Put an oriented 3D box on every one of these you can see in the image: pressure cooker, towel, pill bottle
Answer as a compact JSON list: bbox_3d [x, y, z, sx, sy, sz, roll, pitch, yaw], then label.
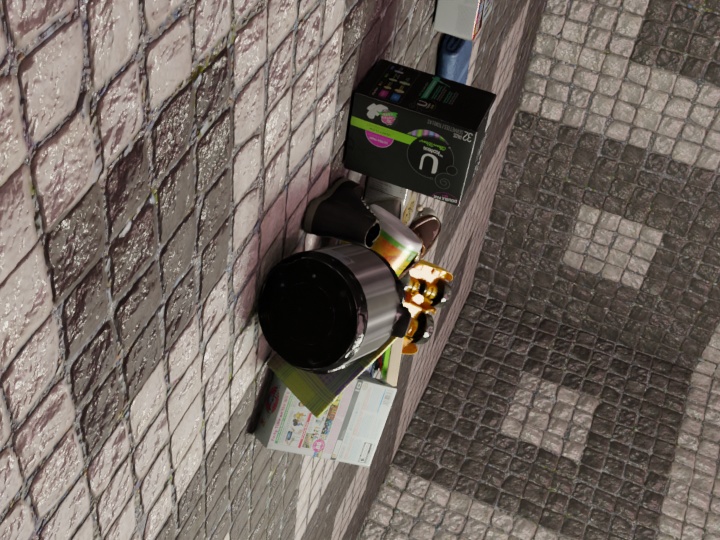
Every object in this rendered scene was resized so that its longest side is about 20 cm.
[{"bbox_3d":[-0.031,0.049,1.487,0.178,0.176,0.200,-28,175,25],"label":"pressure cooker"},{"bbox_3d":[0.189,-0.419,2.122,0.200,0.048,0.112,92,24,-60],"label":"towel"},{"bbox_3d":[0.000,0.000,1.690,0.200,0.111,0.111,-51,172,12],"label":"pill bottle"},{"bbox_3d":[-0.037,0.116,1.582,0.200,0.144,0.023,-46,146,-2],"label":"towel"}]

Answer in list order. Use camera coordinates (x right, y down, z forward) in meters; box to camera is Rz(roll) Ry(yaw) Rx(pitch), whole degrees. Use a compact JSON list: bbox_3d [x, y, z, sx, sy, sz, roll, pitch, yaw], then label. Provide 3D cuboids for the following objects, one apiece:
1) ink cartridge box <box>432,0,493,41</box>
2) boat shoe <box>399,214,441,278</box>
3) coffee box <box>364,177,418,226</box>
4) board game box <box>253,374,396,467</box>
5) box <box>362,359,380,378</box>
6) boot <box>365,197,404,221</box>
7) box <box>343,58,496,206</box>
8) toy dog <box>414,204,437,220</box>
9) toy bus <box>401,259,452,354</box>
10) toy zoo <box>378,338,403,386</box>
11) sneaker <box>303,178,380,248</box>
[{"bbox_3d":[0.212,-0.562,1.895,0.200,0.084,0.176,97,17,-46],"label":"ink cartridge box"},{"bbox_3d":[0.095,-0.037,1.952,0.200,0.072,0.072,-40,-164,-25],"label":"boat shoe"},{"bbox_3d":[0.062,-0.155,1.887,0.113,0.080,0.200,-55,162,-50],"label":"coffee box"},{"bbox_3d":[-0.058,0.236,1.704,0.064,0.200,0.148,27,-81,61],"label":"board game box"},{"bbox_3d":[-0.043,0.134,1.737,0.200,0.136,0.038,72,38,-73],"label":"box"},{"bbox_3d":[0.000,-0.019,1.808,0.073,0.181,0.200,28,53,-57],"label":"boot"},{"bbox_3d":[0.093,-0.220,1.615,0.124,0.200,0.149,-60,165,-46],"label":"box"},{"bbox_3d":[0.070,-0.073,2.049,0.096,0.132,0.200,58,34,-25],"label":"toy dog"},{"bbox_3d":[0.081,0.046,2.147,0.200,0.135,0.192,-64,-152,17],"label":"toy bus"},{"bbox_3d":[0.046,0.107,1.847,0.200,0.020,0.132,-116,-148,-69],"label":"toy zoo"},{"bbox_3d":[-0.009,-0.083,1.605,0.200,0.106,0.075,-47,155,-63],"label":"sneaker"}]
